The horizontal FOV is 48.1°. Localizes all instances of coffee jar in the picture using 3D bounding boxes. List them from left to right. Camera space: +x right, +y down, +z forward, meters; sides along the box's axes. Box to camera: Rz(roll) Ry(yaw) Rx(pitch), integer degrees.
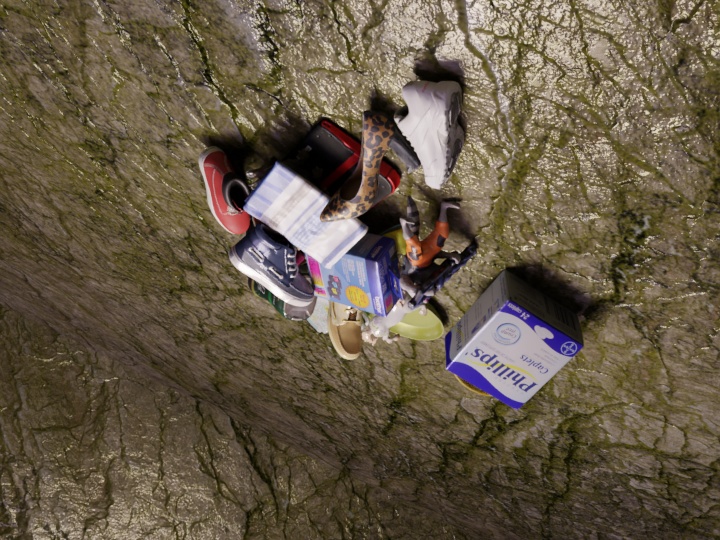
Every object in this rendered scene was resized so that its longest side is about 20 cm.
[{"bbox_3d":[-0.171,0.029,1.745,0.084,0.106,0.199,6,-167,-34],"label":"coffee jar"}]

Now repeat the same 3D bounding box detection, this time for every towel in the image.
[{"bbox_3d":[-0.097,-0.091,1.398,0.199,0.024,0.147,36,138,-14],"label":"towel"},{"bbox_3d":[-0.086,0.063,1.844,0.169,0.048,0.201,-9,129,47],"label":"towel"}]

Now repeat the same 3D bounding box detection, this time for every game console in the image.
[{"bbox_3d":[-0.037,-0.172,1.415,0.176,0.031,0.199,37,151,-14],"label":"game console"}]

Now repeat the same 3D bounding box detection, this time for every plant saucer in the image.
[{"bbox_3d":[0.096,0.091,1.794,0.196,0.031,0.201,20,154,10],"label":"plant saucer"}]

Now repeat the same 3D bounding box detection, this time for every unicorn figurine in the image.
[{"bbox_3d":[0.073,0.076,1.639,0.073,0.202,0.137,35,-174,33],"label":"unicorn figurine"}]

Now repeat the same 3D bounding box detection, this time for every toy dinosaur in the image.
[{"bbox_3d":[-0.099,-0.152,1.418,0.198,0.078,0.102,30,165,-10],"label":"toy dinosaur"}]

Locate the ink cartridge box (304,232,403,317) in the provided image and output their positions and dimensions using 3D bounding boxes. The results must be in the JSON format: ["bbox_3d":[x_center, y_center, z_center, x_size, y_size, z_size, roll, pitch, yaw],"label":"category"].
[{"bbox_3d":[0.000,0.000,1.509,0.197,0.077,0.138,13,134,28],"label":"ink cartridge box"}]

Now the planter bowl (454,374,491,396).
[{"bbox_3d":[0.282,0.155,1.660,0.196,0.084,0.204,2,124,3],"label":"planter bowl"}]

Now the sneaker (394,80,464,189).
[{"bbox_3d":[0.098,-0.207,1.192,0.098,0.078,0.202,21,146,20],"label":"sneaker"}]

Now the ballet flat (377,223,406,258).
[{"bbox_3d":[0.029,-0.036,1.550,0.198,0.066,0.068,-18,91,51],"label":"ballet flat"}]

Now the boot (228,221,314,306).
[{"bbox_3d":[-0.140,-0.008,1.488,0.090,0.074,0.199,-39,130,25],"label":"boot"}]

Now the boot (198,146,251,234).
[{"bbox_3d":[-0.235,-0.119,1.527,0.144,0.072,0.202,47,161,39],"label":"boot"}]

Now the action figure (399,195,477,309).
[{"bbox_3d":[0.123,-0.034,1.420,0.104,0.199,0.196,28,130,29],"label":"action figure"}]

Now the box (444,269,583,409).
[{"bbox_3d":[0.287,0.135,1.534,0.182,0.106,0.201,30,121,-14],"label":"box"}]

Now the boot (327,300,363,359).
[{"bbox_3d":[-0.010,0.070,1.670,0.071,0.204,0.155,3,161,-25],"label":"boot"}]

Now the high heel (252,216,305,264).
[{"bbox_3d":[-0.148,-0.077,1.527,0.067,0.095,0.203,45,147,42],"label":"high heel"}]

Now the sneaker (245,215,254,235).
[{"bbox_3d":[-0.165,-0.114,1.601,0.078,0.077,0.200,2,158,-27],"label":"sneaker"}]

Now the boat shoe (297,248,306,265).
[{"bbox_3d":[-0.086,-0.049,1.625,0.071,0.077,0.199,32,152,-15],"label":"boat shoe"}]

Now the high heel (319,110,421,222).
[{"bbox_3d":[-0.015,-0.165,1.280,0.198,0.072,0.142,-34,134,15],"label":"high heel"}]
